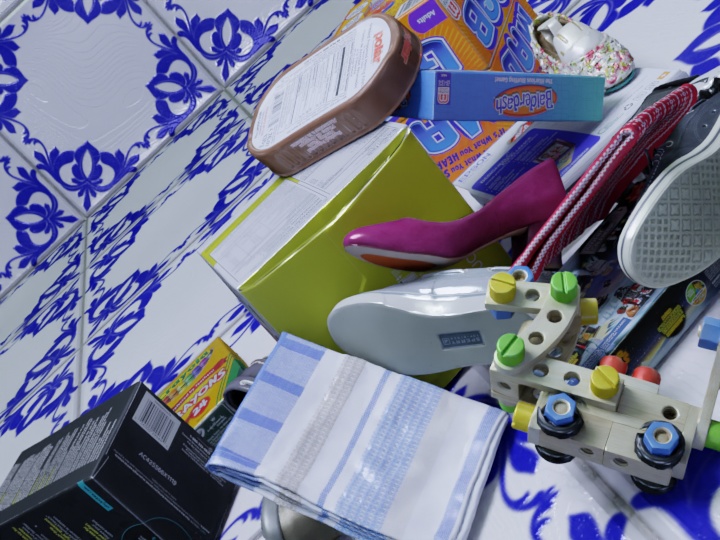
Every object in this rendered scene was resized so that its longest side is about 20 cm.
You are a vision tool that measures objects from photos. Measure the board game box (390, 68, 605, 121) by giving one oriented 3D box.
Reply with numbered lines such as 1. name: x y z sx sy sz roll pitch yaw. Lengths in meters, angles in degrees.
1. board game box: 0.105 -0.166 1.018 0.199 0.045 0.152 -5 13 -31

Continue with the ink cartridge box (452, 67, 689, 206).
1. ink cartridge box: 0.207 -0.127 1.080 0.198 0.043 0.200 -43 21 -4

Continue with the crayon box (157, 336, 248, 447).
1. crayon box: -0.180 0.151 1.239 0.127 0.051 0.200 -46 20 -5

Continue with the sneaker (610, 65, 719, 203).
1. sneaker: 0.289 -0.140 0.924 0.200 0.066 0.091 -35 24 26

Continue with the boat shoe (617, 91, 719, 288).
1. boat shoe: 0.233 -0.061 0.759 0.200 0.075 0.062 -50 22 -27

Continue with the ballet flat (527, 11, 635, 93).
1. ballet flat: 0.217 -0.229 1.119 0.075 0.064 0.200 -38 21 2

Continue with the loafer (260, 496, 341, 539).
1. loafer: -0.041 0.171 0.942 0.069 0.076 0.201 -14 37 9

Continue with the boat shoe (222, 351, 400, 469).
1. boat shoe: -0.033 0.139 0.859 0.062 0.073 0.200 -23 46 -38

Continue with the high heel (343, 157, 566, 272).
1. high heel: 0.078 -0.049 0.881 0.067 0.199 0.097 -17 72 63

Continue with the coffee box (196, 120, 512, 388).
1. coffee box: 0.000 0.000 0.992 0.200 0.200 0.198 -44 21 -7

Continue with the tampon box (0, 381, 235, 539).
1. tampon box: -0.249 0.233 1.066 0.199 0.150 0.127 -29 25 32

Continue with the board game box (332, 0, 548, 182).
1. board game box: 0.093 -0.242 1.289 0.199 0.200 0.200 -28 26 35

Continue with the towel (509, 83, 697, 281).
1. towel: 0.190 -0.070 0.821 0.145 0.022 0.200 -56 -13 31

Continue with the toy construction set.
1. toy construction set: 0.165 0.061 0.686 0.199 0.092 0.132 6 52 31

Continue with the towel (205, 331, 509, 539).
1. towel: 0.001 0.128 0.808 0.024 0.199 0.147 95 -161 -48

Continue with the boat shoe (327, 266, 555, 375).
1. boat shoe: 0.071 0.034 0.846 0.200 0.070 0.072 -4 30 31

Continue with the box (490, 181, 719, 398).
1. box: 0.198 0.018 0.822 0.200 0.040 0.137 -47 20 -10

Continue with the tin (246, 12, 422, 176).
1. tin: -0.029 -0.157 0.976 0.199 0.042 0.113 -25 48 38
